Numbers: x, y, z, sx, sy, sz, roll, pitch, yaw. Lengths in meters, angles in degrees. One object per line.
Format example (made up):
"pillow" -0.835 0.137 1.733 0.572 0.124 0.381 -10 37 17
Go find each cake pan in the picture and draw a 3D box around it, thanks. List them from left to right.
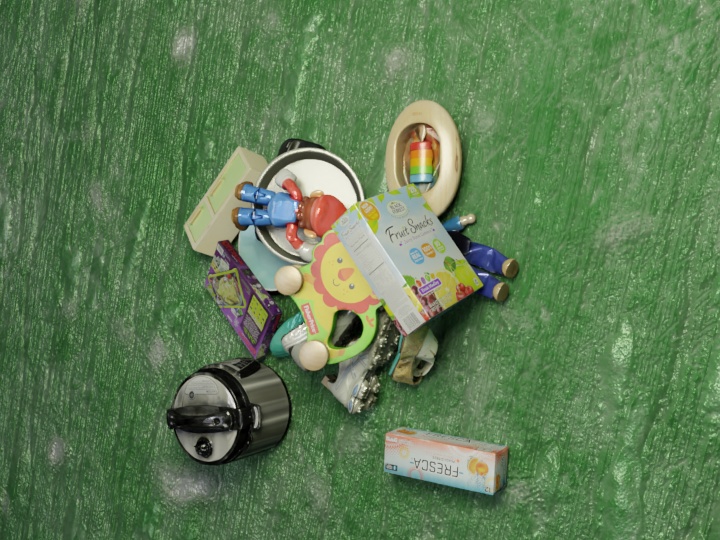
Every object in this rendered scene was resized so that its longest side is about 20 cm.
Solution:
"cake pan" -0.089 -0.109 1.406 0.197 0.037 0.203 0 90 4

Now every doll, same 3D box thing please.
"doll" 0.157 -0.027 1.315 0.199 0.048 0.138 25 98 32

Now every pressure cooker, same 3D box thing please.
"pressure cooker" -0.239 0.258 1.465 0.179 0.199 0.176 47 113 22

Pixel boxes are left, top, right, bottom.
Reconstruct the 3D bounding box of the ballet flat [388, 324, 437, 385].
"ballet flat" 0.090 0.128 1.298 0.071 0.070 0.201 48 155 21

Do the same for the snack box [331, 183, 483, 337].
"snack box" 0.073 -0.021 1.229 0.068 0.168 0.201 -41 80 38

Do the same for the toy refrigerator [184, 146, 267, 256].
"toy refrigerator" -0.250 -0.128 1.531 0.201 0.070 0.076 -51 46 21

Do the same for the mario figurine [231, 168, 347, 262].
"mario figurine" -0.110 -0.092 1.365 0.197 0.106 0.125 11 125 14

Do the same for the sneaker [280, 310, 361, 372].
"sneaker" -0.037 0.097 1.362 0.199 0.074 0.080 -35 77 18

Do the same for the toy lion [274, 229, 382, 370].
"toy lion" -0.027 0.037 1.291 0.190 0.069 0.202 -19 87 12

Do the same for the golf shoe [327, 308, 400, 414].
"golf shoe" 0.002 0.137 1.366 0.097 0.078 0.202 30 103 29

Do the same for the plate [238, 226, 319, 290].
"plate" -0.146 -0.062 1.494 0.198 0.025 0.203 -8 77 36

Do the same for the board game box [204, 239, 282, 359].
"board game box" -0.222 0.053 1.517 0.200 0.032 0.121 50 130 28

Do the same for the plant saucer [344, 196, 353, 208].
"plant saucer" -0.070 -0.050 1.467 0.200 0.019 0.070 -45 69 24

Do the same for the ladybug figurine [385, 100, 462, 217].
"ladybug figurine" 0.109 -0.173 1.328 0.134 0.072 0.203 5 93 31

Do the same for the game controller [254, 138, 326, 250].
"game controller" -0.125 -0.136 1.459 0.103 0.042 0.202 19 92 23

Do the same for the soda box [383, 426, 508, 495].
"soda box" 0.138 0.307 1.320 0.198 0.063 0.069 5 93 31

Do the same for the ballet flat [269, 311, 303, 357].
"ballet flat" -0.091 0.103 1.445 0.200 0.067 0.071 -47 42 21

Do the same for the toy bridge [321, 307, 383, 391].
"toy bridge" 0.004 0.141 1.418 0.067 0.027 0.201 38 107 23
